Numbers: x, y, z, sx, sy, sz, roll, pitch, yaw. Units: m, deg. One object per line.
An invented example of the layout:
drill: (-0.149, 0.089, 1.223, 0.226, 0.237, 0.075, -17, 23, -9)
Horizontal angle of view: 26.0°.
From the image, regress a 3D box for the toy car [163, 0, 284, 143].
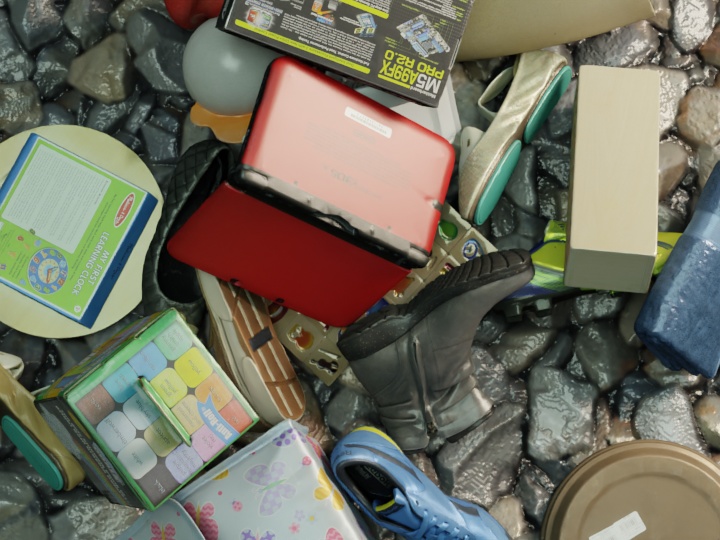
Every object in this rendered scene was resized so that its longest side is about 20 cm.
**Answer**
toy car: (-0.092, -0.206, 1.390, 0.175, 0.184, 0.202, -3, 75, 2)

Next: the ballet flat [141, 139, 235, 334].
ballet flat: (-0.159, -0.025, 1.434, 0.066, 0.057, 0.202, 13, 81, -23)

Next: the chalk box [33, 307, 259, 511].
chalk box: (-0.179, 0.117, 1.322, 0.124, 0.200, 0.125, -39, 99, -21)

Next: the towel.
towel: (0.318, -0.008, 1.385, 0.048, 0.112, 0.201, 23, 81, 41)

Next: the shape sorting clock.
shape sorting clock: (-0.279, -0.036, 1.456, 0.198, 0.039, 0.202, 0, 81, -1)

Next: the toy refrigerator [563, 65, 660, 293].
toy refrigerator: (0.225, -0.082, 1.391, 0.075, 0.070, 0.201, 5, 59, 4)

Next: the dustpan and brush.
dustpan and brush: (-0.011, -0.146, 1.363, 0.198, 0.057, 0.141, -17, 114, -5)

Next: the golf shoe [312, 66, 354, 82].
golf shoe: (-0.045, -0.127, 1.451, 0.200, 0.077, 0.088, -49, 46, 6)

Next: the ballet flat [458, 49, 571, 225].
ballet flat: (0.126, -0.125, 1.429, 0.062, 0.068, 0.201, 25, 63, 17)

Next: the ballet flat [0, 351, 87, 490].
ballet flat: (-0.318, 0.118, 1.432, 0.200, 0.069, 0.063, 44, 58, 6)

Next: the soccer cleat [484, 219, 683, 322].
soccer cleat: (0.206, -0.013, 1.415, 0.198, 0.065, 0.084, -14, 78, 1)

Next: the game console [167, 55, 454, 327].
game console: (-0.041, -0.064, 1.357, 0.199, 0.118, 0.174, 24, 73, -29)

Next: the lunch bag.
lunch bag: (-0.096, 0.254, 1.359, 0.199, 0.127, 0.170, -32, 78, 3)

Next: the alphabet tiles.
alphabet tiles: (0.000, 0.000, 1.426, 0.167, 0.008, 0.200, 43, 100, 5)

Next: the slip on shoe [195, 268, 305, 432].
slip on shoe: (-0.115, 0.051, 1.412, 0.060, 0.076, 0.201, -21, 95, 32)

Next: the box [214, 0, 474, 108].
box: (-0.003, -0.244, 1.305, 0.199, 0.044, 0.161, 18, 94, -17)

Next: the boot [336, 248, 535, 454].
boot: (0.089, 0.073, 1.390, 0.199, 0.070, 0.132, -28, 99, 19)

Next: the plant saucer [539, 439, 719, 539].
plant saucer: (0.259, 0.251, 1.389, 0.198, 0.029, 0.202, -1, 81, 4)

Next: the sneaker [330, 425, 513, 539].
sneaker: (0.054, 0.219, 1.365, 0.200, 0.078, 0.066, 39, 107, -2)

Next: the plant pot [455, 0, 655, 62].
plant pot: (0.139, -0.274, 1.417, 0.199, 0.187, 0.189, -25, 80, 14)
